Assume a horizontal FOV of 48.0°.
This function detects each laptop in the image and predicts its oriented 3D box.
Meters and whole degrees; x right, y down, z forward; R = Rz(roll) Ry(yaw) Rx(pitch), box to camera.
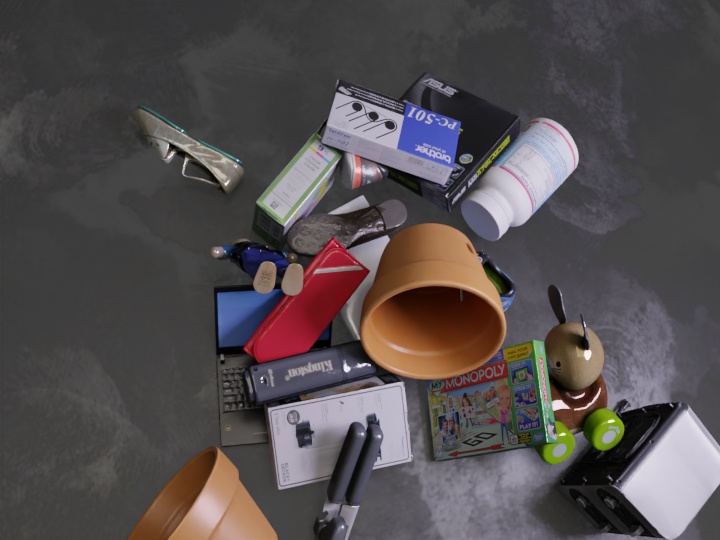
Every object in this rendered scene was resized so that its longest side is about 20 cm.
[{"bbox_3d":[-0.116,0.132,1.142,0.172,0.104,0.205,-3,71,-11],"label":"laptop"}]

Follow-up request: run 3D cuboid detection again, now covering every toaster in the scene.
[{"bbox_3d":[0.405,0.283,1.157,0.199,0.181,0.119,-41,88,-20],"label":"toaster"}]

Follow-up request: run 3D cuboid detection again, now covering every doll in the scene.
[{"bbox_3d":[-0.148,-0.014,1.141,0.133,0.199,0.050,5,101,-24],"label":"doll"}]

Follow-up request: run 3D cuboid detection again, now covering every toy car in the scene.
[{"bbox_3d":[0.281,0.132,1.139,0.154,0.205,0.165,-10,30,-14],"label":"toy car"}]

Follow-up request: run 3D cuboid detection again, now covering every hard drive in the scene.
[{"bbox_3d":[0.000,0.000,1.248,0.130,0.027,0.203,-28,79,-18],"label":"hard drive"}]

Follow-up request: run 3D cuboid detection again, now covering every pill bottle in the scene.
[{"bbox_3d":[0.253,-0.144,1.299,0.109,0.109,0.200,44,70,5],"label":"pill bottle"}]

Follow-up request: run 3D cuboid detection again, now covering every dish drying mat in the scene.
[{"bbox_3d":[-0.075,0.055,1.130,0.076,0.018,0.201,40,86,-14],"label":"dish drying mat"}]

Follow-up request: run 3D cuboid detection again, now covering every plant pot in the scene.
[{"bbox_3d":[-0.197,0.348,1.021,0.140,0.199,0.201,42,69,-12],"label":"plant pot"},{"bbox_3d":[0.096,0.034,1.124,0.194,0.203,0.142,8,45,-8],"label":"plant pot"}]

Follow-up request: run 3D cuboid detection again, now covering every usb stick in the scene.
[{"bbox_3d":[-0.067,0.140,1.121,0.195,0.032,0.057,-11,87,-24],"label":"usb stick"}]

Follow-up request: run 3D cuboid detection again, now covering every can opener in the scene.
[{"bbox_3d":[-0.015,0.303,1.089,0.051,0.066,0.205,12,104,-23],"label":"can opener"}]

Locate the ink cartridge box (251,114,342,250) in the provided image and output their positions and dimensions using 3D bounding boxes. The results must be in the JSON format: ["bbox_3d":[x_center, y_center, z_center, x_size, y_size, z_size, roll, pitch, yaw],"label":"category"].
[{"bbox_3d":[-0.083,-0.138,1.234,0.059,0.104,0.201,36,69,2],"label":"ink cartridge box"}]

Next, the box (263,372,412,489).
[{"bbox_3d":[-0.031,0.223,1.133,0.195,0.060,0.120,-10,97,-13],"label":"box"}]

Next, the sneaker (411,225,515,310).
[{"bbox_3d":[0.159,-0.013,1.249,0.197,0.089,0.080,31,68,0],"label":"sneaker"}]

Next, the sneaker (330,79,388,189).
[{"bbox_3d":[-0.001,-0.211,1.260,0.080,0.078,0.204,-4,60,-12],"label":"sneaker"}]

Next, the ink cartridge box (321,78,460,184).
[{"bbox_3d":[0.047,-0.206,1.201,0.195,0.044,0.096,18,58,-7],"label":"ink cartridge box"}]

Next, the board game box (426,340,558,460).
[{"bbox_3d":[0.179,0.188,1.141,0.029,0.198,0.138,11,66,-43],"label":"board game box"}]

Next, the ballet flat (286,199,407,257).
[{"bbox_3d":[-0.020,-0.062,1.221,0.196,0.046,0.069,-19,82,-21],"label":"ballet flat"}]

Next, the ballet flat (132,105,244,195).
[{"bbox_3d":[-0.272,-0.181,1.234,0.197,0.067,0.063,29,79,-1],"label":"ballet flat"}]

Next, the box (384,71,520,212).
[{"bbox_3d":[0.122,-0.210,1.288,0.198,0.048,0.194,33,70,29],"label":"box"}]
